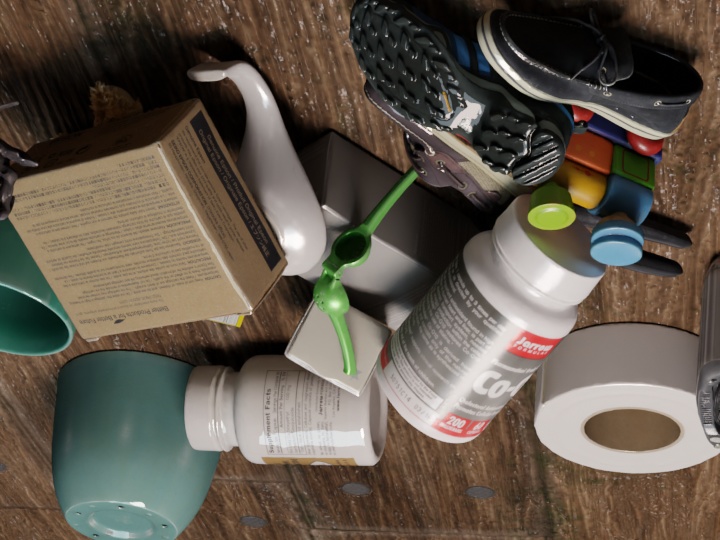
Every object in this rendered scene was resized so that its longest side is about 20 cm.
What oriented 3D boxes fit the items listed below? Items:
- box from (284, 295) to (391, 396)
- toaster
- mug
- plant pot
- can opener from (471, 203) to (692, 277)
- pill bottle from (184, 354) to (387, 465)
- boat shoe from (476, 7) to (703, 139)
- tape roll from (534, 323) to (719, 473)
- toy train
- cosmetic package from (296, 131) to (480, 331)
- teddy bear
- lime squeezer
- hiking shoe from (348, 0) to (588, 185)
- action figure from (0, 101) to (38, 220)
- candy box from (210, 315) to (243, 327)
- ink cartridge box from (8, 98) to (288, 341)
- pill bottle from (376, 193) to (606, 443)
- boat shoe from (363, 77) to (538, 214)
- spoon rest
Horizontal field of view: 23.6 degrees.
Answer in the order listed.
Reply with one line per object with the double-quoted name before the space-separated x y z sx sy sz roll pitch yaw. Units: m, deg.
"box" -0.023 0.066 1.607 0.082 0.069 0.200 28 178 -3
"toaster" 0.363 0.071 1.578 0.113 0.130 0.200 -2 148 14
"mug" -0.309 -0.003 1.596 0.183 0.115 0.152 13 152 -1
"plant pot" -0.250 0.207 1.895 0.199 0.162 0.201 6 149 3
"can opener" 0.199 -0.037 1.518 0.198 0.079 0.064 9 110 -9
"pill bottle" -0.077 0.145 1.804 0.198 0.115 0.115 0 148 12
"boat shoe" 0.175 -0.158 1.301 0.199 0.075 0.062 19 142 -26
"tape roll" 0.276 0.133 1.754 0.200 0.071 0.203 5 150 3
"toy train" 0.149 -0.085 1.378 0.199 0.117 0.085 21 146 -22
"cosmetic package" 0.009 -0.029 1.532 0.106 0.091 0.199 -24 134 40
"teddy bear" -0.200 -0.082 1.491 0.144 0.067 0.200 30 144 -15
"lime squeezer" 0.000 0.000 1.446 0.070 0.038 0.202 9 110 -27
"hiking shoe" 0.078 -0.145 1.323 0.200 0.087 0.074 40 126 0
"action figure" -0.331 -0.053 1.368 0.118 0.202 0.102 15 172 13
"candy box" -0.144 -0.011 1.646 0.101 0.027 0.200 16 148 -6
"ink cartridge box" -0.182 -0.038 1.423 0.199 0.075 0.166 -10 120 36
"pill bottle" 0.111 0.041 1.452 0.113 0.114 0.200 23 123 -25
"boat shoe" 0.068 -0.100 1.406 0.065 0.072 0.199 -40 135 23
"spoon rest" -0.083 -0.086 1.425 0.099 0.061 0.201 3 122 34
